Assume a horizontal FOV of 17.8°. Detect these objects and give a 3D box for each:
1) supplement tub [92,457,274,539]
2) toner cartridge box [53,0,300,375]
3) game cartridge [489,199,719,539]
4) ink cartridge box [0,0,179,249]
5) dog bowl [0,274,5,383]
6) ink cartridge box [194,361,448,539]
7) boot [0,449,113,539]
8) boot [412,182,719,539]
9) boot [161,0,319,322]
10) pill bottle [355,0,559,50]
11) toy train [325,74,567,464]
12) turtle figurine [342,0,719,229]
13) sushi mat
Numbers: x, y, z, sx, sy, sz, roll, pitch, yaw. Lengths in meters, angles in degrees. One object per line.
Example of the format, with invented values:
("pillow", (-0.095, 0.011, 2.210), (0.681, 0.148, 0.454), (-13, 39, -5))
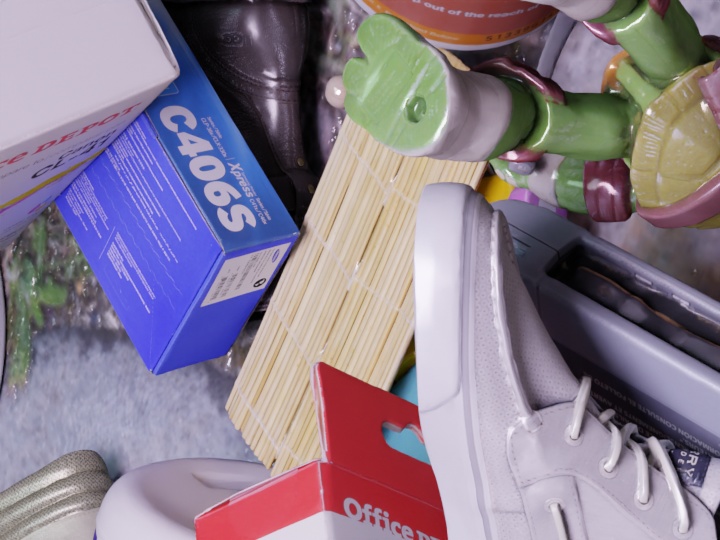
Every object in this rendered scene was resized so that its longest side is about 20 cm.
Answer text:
("supplement tub", (-0.057, 0.195, 0.975), (0.145, 0.145, 0.201), (25, 107, 45))
("toner cartridge box", (-0.105, -0.063, 1.019), (0.200, 0.043, 0.095), (59, 140, 22))
("game cartridge", (0.121, 0.066, 0.810), (0.200, 0.042, 0.133), (31, 152, 33))
("ink cartridge box", (-0.188, -0.054, 0.966), (0.086, 0.147, 0.200), (60, 144, 3))
("dog bowl", (-0.284, 0.034, 1.275), (0.200, 0.079, 0.201), (-2, 88, 48))
("ink cartridge box", (0.005, 0.147, 0.828), (0.067, 0.116, 0.201), (-27, 53, 32))
("boot", (-0.166, 0.200, 1.148), (0.200, 0.072, 0.155), (-44, 58, 31))
("boot", (0.075, 0.060, 0.767), (0.095, 0.074, 0.201), (-4, 118, 13))
("boot", (-0.083, -0.054, 1.071), (0.200, 0.069, 0.175), (-1, 92, 51))
("pill bottle", (0.052, -0.168, 0.834), (0.200, 0.112, 0.113), (116, 142, -69))
("toy train", (0.034, 0.005, 0.955), (0.150, 0.055, 0.201), (24, 106, 51))
("turtle figurine", (0.082, -0.087, 0.783), (0.144, 0.194, 0.201), (-15, 72, 39))
("sushi mat", (0.000, 0.000, 0.942), (0.096, 0.012, 0.200), (46, 121, 45))
